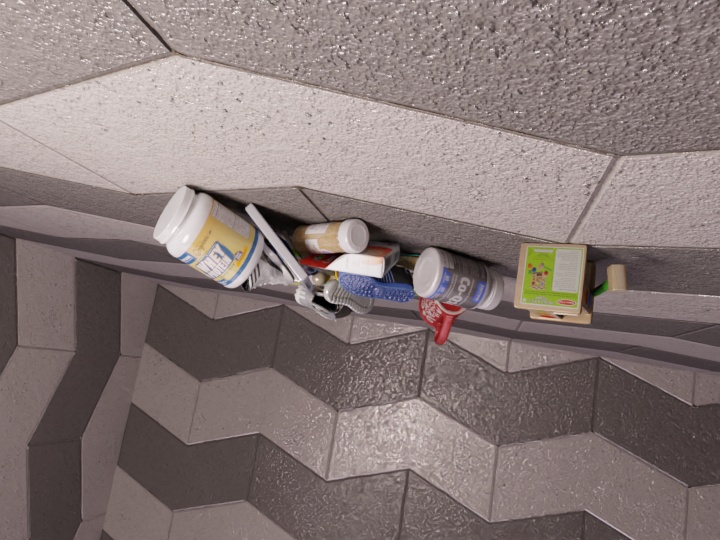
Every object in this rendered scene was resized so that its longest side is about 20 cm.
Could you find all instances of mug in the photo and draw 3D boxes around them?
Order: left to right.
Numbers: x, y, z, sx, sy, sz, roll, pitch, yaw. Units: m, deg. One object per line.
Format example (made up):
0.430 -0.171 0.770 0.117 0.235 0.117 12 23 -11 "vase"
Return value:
0.259 0.110 1.557 0.130 0.182 0.200 -19 168 -8 "mug"

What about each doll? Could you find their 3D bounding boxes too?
-0.166 -0.029 1.373 0.198 0.049 0.135 37 153 -22 "doll"

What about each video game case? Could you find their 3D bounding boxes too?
-0.177 -0.045 1.198 0.201 0.023 0.182 51 173 7 "video game case"

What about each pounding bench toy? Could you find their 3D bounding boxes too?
0.423 0.032 1.038 0.195 0.128 0.155 4 169 34 "pounding bench toy"

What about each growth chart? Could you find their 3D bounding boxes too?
-0.111 -0.039 1.311 0.198 0.018 0.146 20 -151 -51 "growth chart"

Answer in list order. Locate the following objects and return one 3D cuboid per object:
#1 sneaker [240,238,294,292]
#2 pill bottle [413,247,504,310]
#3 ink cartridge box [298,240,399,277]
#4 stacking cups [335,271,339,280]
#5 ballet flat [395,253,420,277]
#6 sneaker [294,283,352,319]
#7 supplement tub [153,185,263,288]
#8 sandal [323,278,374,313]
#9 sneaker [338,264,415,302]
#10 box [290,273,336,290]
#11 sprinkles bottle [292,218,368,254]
-0.235 0.008 1.278 0.076 0.115 0.201 47 173 23 "sneaker"
0.230 0.025 1.237 0.195 0.118 0.113 14 170 -24 "pill bottle"
-0.021 -0.039 1.195 0.194 0.052 0.162 12 -164 14 "ink cartridge box"
0.000 0.000 1.337 0.059 0.063 0.199 6 -176 20 "stacking cups"
0.074 -0.016 1.318 0.193 0.073 0.071 10 170 6 "ballet flat"
-0.076 0.098 1.426 0.197 0.077 0.114 21 178 -40 "sneaker"
-0.319 -0.070 1.125 0.198 0.148 0.143 34 159 -31 "supplement tub"
-0.030 0.056 1.386 0.049 0.085 0.201 21 178 39 "sandal"
0.036 0.016 1.234 0.195 0.079 0.071 15 134 -23 "sneaker"
-0.140 -0.008 1.485 0.193 0.105 0.113 9 170 7 "box"
-0.068 -0.071 1.156 0.067 0.071 0.197 18 168 -40 "sprinkles bottle"
